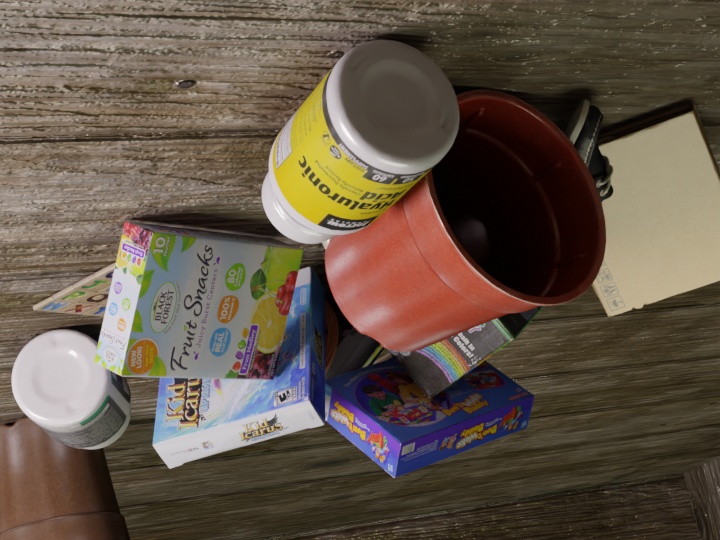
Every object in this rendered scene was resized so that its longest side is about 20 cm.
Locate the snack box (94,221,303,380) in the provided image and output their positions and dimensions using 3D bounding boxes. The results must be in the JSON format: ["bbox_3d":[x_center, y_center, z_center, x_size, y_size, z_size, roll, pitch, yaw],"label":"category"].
[{"bbox_3d":[-0.156,0.034,1.510,0.053,0.143,0.200,18,-172,43],"label":"snack box"}]

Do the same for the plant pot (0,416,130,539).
[{"bbox_3d":[-0.424,0.308,2.105,0.199,0.199,0.200,-13,163,-4],"label":"plant pot"}]

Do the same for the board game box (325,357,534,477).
[{"bbox_3d":[0.072,0.147,1.683,0.199,0.134,0.045,-15,126,-37],"label":"board game box"}]

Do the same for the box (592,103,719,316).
[{"bbox_3d":[0.289,-0.056,1.539,0.163,0.021,0.200,-20,120,18],"label":"box"}]

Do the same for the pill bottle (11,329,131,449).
[{"bbox_3d":[-0.331,0.146,1.794,0.113,0.114,0.200,-12,163,-2],"label":"pill bottle"}]

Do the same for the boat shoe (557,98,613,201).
[{"bbox_3d":[0.210,-0.081,1.451,0.060,0.074,0.200,20,142,9],"label":"boat shoe"}]

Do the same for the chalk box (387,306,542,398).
[{"bbox_3d":[0.120,0.021,1.620,0.200,0.125,0.124,-40,-179,45],"label":"chalk box"}]

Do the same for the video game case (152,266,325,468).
[{"bbox_3d":[-0.128,0.101,1.647,0.181,0.200,0.046,-18,131,15],"label":"video game case"}]

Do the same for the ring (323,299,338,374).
[{"bbox_3d":[-0.113,0.099,1.689,0.200,0.201,0.019,-17,132,14],"label":"ring"}]

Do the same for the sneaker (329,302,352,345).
[{"bbox_3d":[-0.055,0.065,1.837,0.086,0.081,0.200,-29,168,11],"label":"sneaker"}]

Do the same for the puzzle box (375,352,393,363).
[{"bbox_3d":[0.051,0.116,1.877,0.200,0.025,0.133,-31,-175,-5],"label":"puzzle box"}]

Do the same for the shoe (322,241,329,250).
[{"bbox_3d":[0.054,-0.058,1.522,0.199,0.054,0.070,-15,163,6],"label":"shoe"}]

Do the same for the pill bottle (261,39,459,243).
[{"bbox_3d":[-0.009,-0.095,1.253,0.111,0.112,0.200,-5,162,-26],"label":"pill bottle"}]

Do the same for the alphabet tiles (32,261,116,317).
[{"bbox_3d":[-0.224,0.021,1.653,0.167,0.008,0.200,-25,159,34],"label":"alphabet tiles"}]

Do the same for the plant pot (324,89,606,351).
[{"bbox_3d":[0.080,-0.029,1.375,0.200,0.202,0.195,0,158,-38],"label":"plant pot"}]

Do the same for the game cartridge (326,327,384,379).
[{"bbox_3d":[0.002,0.091,1.784,0.133,0.040,0.200,-51,175,23],"label":"game cartridge"}]
